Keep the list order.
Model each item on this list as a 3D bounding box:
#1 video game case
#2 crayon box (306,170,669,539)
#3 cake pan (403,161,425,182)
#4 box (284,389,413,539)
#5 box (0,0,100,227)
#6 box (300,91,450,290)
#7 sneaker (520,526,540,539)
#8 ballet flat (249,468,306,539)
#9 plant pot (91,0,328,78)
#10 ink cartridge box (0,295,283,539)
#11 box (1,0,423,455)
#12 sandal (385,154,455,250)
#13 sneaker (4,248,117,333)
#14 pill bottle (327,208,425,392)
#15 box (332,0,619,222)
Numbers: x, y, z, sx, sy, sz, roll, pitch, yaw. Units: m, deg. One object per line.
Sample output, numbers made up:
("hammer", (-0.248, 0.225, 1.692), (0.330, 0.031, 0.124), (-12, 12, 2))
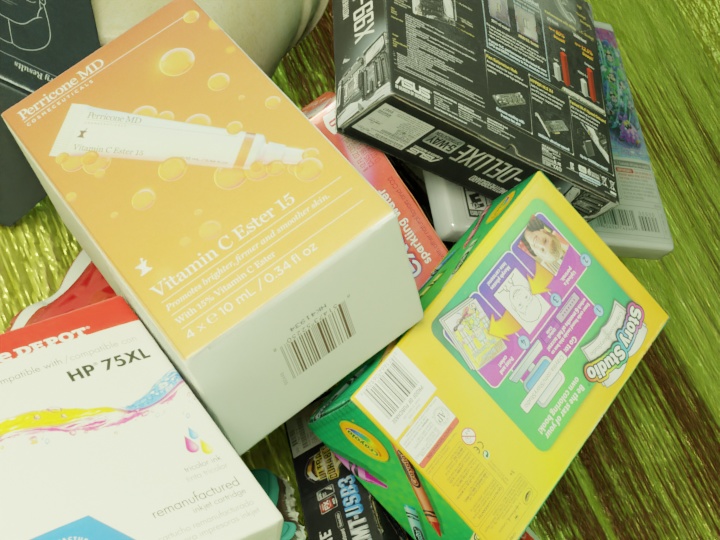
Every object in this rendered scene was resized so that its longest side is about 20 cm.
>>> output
("video game case", (0.116, -0.100, 0.950), (0.198, 0.024, 0.185), (4, 64, -34))
("crayon box", (0.077, 0.054, 0.785), (0.119, 0.058, 0.200), (47, 57, -7))
("cake pan", (0.079, -0.129, 0.978), (0.198, 0.037, 0.203), (17, 58, -29))
("box", (0.028, 0.197, 0.824), (0.201, 0.049, 0.199), (59, 6, -25))
("box", (-0.243, -0.151, 0.816), (0.148, 0.107, 0.202), (24, 40, -46))
("box", (0.000, 0.000, 0.871), (0.201, 0.102, 0.095), (55, -1, -11))
("sneaker", (0.062, 0.157, 0.852), (0.070, 0.093, 0.200), (-46, 110, -19))
("ballet flat", (-0.059, 0.159, 0.756), (0.072, 0.071, 0.200), (53, 5, -3))
("plant pot", (-0.130, -0.163, 0.952), (0.200, 0.199, 0.185), (40, 42, -27))
("ink cartridge box", (-0.136, 0.087, 0.651), (0.115, 0.068, 0.200), (-18, 48, -31))
("box", (-0.077, -0.029, 0.728), (0.200, 0.124, 0.098), (47, -14, 33))
("sandal", (0.065, -0.055, 1.005), (0.201, 0.054, 0.082), (57, -9, -14))
("sneaker", (-0.128, 0.019, 0.796), (0.078, 0.115, 0.201), (48, 27, -24))
("pill bottle", (0.011, 0.021, 0.981), (0.202, 0.111, 0.112), (68, 25, -10))
("box", (0.071, -0.129, 0.866), (0.198, 0.050, 0.160), (20, 55, -37))
